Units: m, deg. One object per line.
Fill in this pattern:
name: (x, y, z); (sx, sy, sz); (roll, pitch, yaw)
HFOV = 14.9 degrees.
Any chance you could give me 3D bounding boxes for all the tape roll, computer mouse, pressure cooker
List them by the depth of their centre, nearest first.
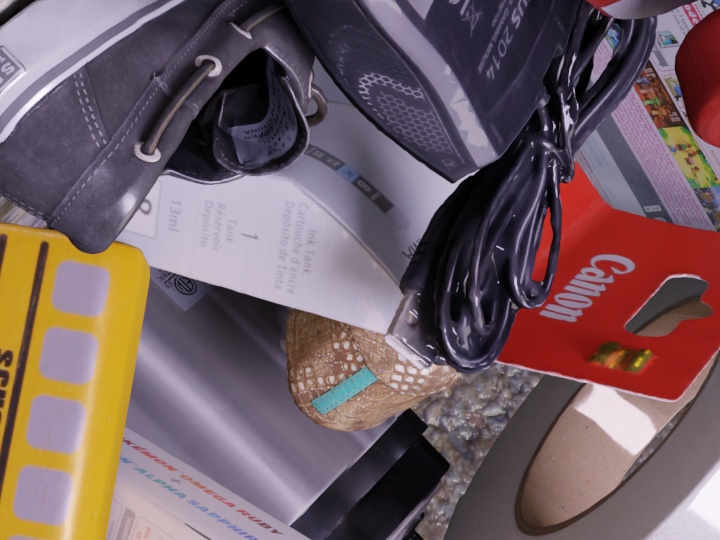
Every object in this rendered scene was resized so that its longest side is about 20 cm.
computer mouse: (0.015, -0.076, 0.740); (0.139, 0.053, 0.200); (-61, 148, -24)
tape roll: (0.103, 0.061, 0.961); (0.203, 0.037, 0.203); (-46, -166, 15)
pressure cooker: (-0.065, 0.088, 1.011); (0.176, 0.200, 0.179); (-46, 178, -16)

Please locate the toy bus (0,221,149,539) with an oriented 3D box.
toy bus: (-0.116, 0.088, 0.800); (0.065, 0.078, 0.200); (111, -12, -82)

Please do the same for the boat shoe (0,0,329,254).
boat shoe: (-0.042, -0.051, 0.741); (0.070, 0.066, 0.200); (-47, 177, 23)

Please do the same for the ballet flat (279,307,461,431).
ballet flat: (0.000, 0.000, 0.962); (0.065, 0.071, 0.200); (-39, -170, 14)

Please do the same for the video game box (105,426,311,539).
video game box: (-0.102, 0.147, 0.880); (0.047, 0.182, 0.200); (-1, 113, -52)

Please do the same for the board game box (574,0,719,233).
board game box: (0.109, -0.084, 0.937); (0.064, 0.148, 0.200); (-44, -157, -29)

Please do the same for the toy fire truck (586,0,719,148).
toy fire truck: (0.122, -0.115, 0.665); (0.200, 0.112, 0.168); (-19, 162, 23)

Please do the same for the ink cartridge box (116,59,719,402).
ink cartridge box: (0.029, -0.027, 0.876); (0.160, 0.200, 0.047); (-39, 140, -62)
